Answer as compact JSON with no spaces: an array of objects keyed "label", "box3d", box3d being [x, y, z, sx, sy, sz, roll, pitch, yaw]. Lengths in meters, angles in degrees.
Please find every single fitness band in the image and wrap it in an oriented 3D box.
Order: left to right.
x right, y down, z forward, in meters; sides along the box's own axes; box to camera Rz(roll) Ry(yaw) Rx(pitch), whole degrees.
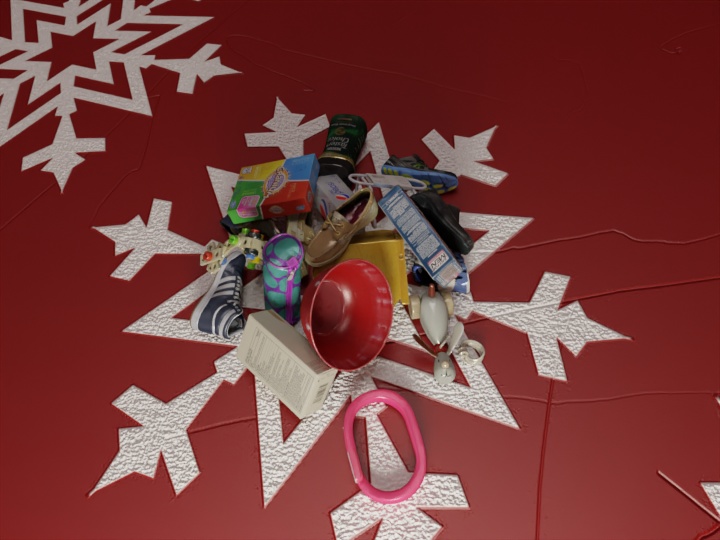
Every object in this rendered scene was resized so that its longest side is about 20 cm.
[{"label":"fitness band","box3d":[0.043,0.316,1.061,0.138,0.038,0.205,-13,55,-6]}]

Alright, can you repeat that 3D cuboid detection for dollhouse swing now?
[{"label":"dollhouse swing","box3d":[0.000,0.000,1.273,0.192,0.176,0.189,-6,87,2]}]

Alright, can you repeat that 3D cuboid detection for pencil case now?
[{"label":"pencil case","box3d":[-0.157,0.026,1.185,0.083,0.204,0.094,-17,53,-20]}]

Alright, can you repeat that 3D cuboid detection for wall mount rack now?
[{"label":"wall mount rack","box3d":[0.066,-0.163,1.334,0.193,0.077,0.175,2,29,-19]}]

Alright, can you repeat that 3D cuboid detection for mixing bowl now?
[{"label":"mixing bowl","box3d":[-0.042,0.076,1.110,0.200,0.203,0.107,-46,31,-25]}]

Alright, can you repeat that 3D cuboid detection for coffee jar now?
[{"label":"coffee jar","box3d":[-0.049,-0.299,1.478,0.100,0.087,0.205,7,56,11]}]

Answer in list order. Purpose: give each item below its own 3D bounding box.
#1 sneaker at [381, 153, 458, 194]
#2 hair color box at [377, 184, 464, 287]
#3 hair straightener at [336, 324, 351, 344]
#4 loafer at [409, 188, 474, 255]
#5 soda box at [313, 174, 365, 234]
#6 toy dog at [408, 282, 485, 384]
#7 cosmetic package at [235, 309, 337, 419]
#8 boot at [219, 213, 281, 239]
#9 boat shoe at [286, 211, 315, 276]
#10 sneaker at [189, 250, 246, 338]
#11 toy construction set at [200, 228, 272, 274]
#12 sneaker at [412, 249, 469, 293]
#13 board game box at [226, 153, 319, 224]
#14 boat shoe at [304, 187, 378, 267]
[{"label":"sneaker","box3d":[0.147,-0.245,1.427,0.193,0.072,0.084,16,61,19]},{"label":"hair color box","box3d":[0.123,-0.070,1.187,0.060,0.100,0.203,-38,67,11]},{"label":"hair straightener","box3d":[-0.039,0.135,1.197,0.075,0.042,0.201,20,53,31]},{"label":"loafer","box3d":[0.182,-0.112,1.233,0.071,0.074,0.201,-30,52,-11]},{"label":"soda box","box3d":[-0.053,-0.151,1.329,0.066,0.065,0.201,-10,33,-20]},{"label":"toy dog","box3d":[0.155,0.108,1.157,0.129,0.098,0.202,-25,55,-12]},{"label":"cosmetic package","box3d":[-0.144,0.176,1.128,0.198,0.108,0.070,37,25,27]},{"label":"boot","box3d":[-0.254,-0.096,1.372,0.096,0.076,0.199,-40,49,-10]},{"label":"boat shoe","box3d":[-0.131,-0.075,1.325,0.064,0.075,0.205,-12,54,2]},{"label":"sneaker","box3d":[-0.272,0.055,1.259,0.105,0.071,0.204,17,59,17]},{"label":"toy construction set","box3d":[-0.236,-0.042,1.224,0.128,0.197,0.096,6,96,35]},{"label":"sneaker","box3d":[0.159,-0.034,1.269,0.111,0.082,0.205,-10,55,-4]},{"label":"board game box","box3d":[-0.198,-0.189,1.350,0.193,0.041,0.157,-8,48,16]},{"label":"boat shoe","box3d":[-0.042,-0.093,1.178,0.073,0.067,0.200,32,66,25]}]
